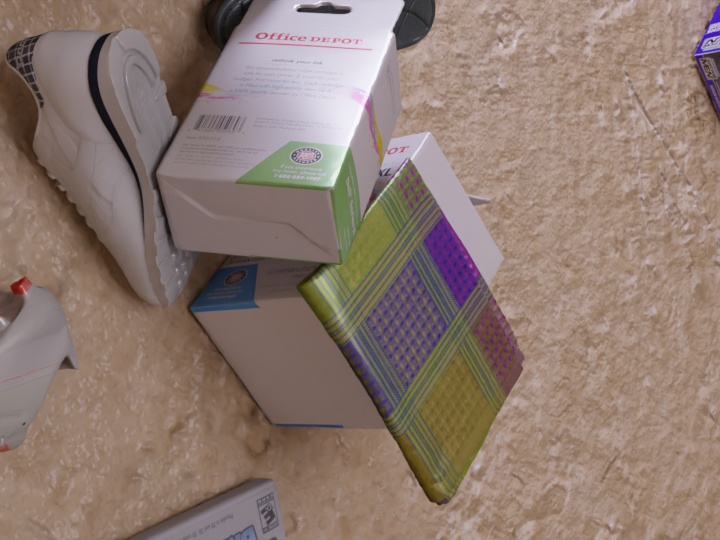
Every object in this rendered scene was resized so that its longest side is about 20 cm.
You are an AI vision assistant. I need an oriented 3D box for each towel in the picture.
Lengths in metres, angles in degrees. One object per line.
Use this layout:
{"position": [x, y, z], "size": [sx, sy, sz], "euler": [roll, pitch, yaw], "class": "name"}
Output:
{"position": [0.042, 0.044, 0.855], "size": [0.144, 0.023, 0.200], "euler": [-53, 123, -36], "class": "towel"}

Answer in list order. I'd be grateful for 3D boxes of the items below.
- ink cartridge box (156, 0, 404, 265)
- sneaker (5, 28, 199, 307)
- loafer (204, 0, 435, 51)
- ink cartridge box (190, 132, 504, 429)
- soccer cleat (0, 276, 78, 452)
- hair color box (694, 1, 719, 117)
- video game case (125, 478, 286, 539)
{"position": [-0.042, -0.099, 0.833], "size": [0.067, 0.117, 0.200], "euler": [81, 21, -44], "class": "ink cartridge box"}
{"position": [-0.155, -0.062, 0.801], "size": [0.076, 0.080, 0.200], "euler": [-72, 158, -51], "class": "sneaker"}
{"position": [-0.036, -0.192, 0.964], "size": [0.200, 0.063, 0.072], "euler": [-11, 122, -36], "class": "loafer"}
{"position": [0.000, 0.000, 0.925], "size": [0.125, 0.128, 0.200], "euler": [57, 48, -28], "class": "ink cartridge box"}
{"position": [-0.225, 0.085, 0.704], "size": [0.200, 0.069, 0.078], "euler": [-53, 127, -41], "class": "soccer cleat"}
{"position": [0.480, -0.283, 1.560], "size": [0.109, 0.065, 0.200], "euler": [57, 46, -29], "class": "hair color box"}
{"position": [-0.113, 0.257, 0.847], "size": [0.200, 0.024, 0.183], "euler": [-18, 100, -49], "class": "video game case"}
